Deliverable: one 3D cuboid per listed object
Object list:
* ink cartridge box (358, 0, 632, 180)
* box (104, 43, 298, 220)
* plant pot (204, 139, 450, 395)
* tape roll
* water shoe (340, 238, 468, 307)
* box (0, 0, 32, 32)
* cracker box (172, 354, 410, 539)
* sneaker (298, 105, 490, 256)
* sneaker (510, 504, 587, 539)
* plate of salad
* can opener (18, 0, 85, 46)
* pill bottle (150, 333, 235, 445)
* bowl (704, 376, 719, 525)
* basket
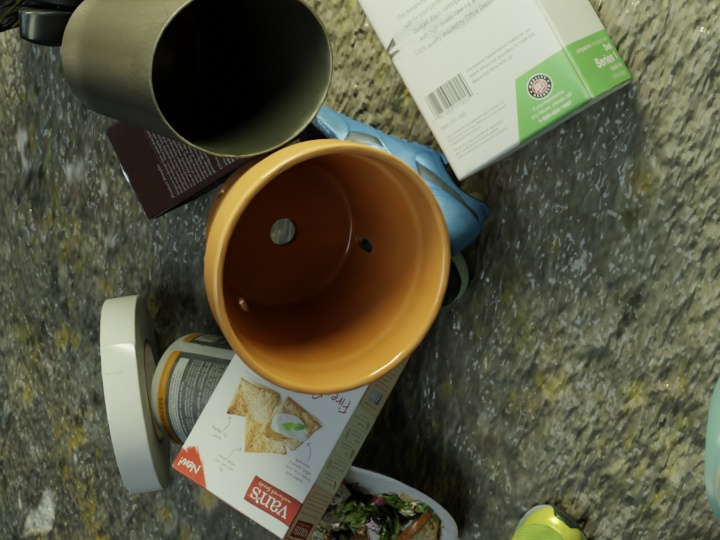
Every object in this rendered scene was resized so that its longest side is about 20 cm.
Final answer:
[{"bbox_3d":[0.098,-0.197,1.089,0.146,0.084,0.201,-29,89,40],"label":"ink cartridge box"},{"bbox_3d":[-0.143,-0.134,1.304,0.199,0.075,0.101,-24,93,39],"label":"box"},{"bbox_3d":[-0.043,-0.018,1.127,0.140,0.198,0.202,-143,45,-62],"label":"plant pot"},{"bbox_3d":[-0.228,0.125,1.406,0.037,0.203,0.205,-8,108,-2],"label":"tape roll"},{"bbox_3d":[0.000,0.000,1.246,0.198,0.079,0.072,1,108,37],"label":"water shoe"},{"bbox_3d":[-0.314,-0.290,1.311,0.199,0.160,0.045,-29,92,41],"label":"box"},{"bbox_3d":[-0.061,0.124,1.231,0.133,0.058,0.201,26,84,27],"label":"cracker box"},{"bbox_3d":[0.027,-0.088,1.205,0.200,0.078,0.066,41,157,21],"label":"sneaker"},{"bbox_3d":[0.140,0.298,1.256,0.078,0.090,0.201,38,125,20],"label":"sneaker"},{"bbox_3d":[-0.006,0.237,1.308,0.198,0.048,0.201,12,149,7],"label":"plate of salad"},{"bbox_3d":[-0.247,-0.254,1.251,0.063,0.200,0.079,27,115,20],"label":"can opener"},{"bbox_3d":[-0.099,0.129,1.348,0.198,0.116,0.118,7,113,34],"label":"pill bottle"},{"bbox_3d":[0.340,0.153,1.038,0.199,0.105,0.203,16,118,32],"label":"bowl"},{"bbox_3d":[-0.153,-0.176,1.155,0.199,0.179,0.138,16,112,48],"label":"basket"}]
